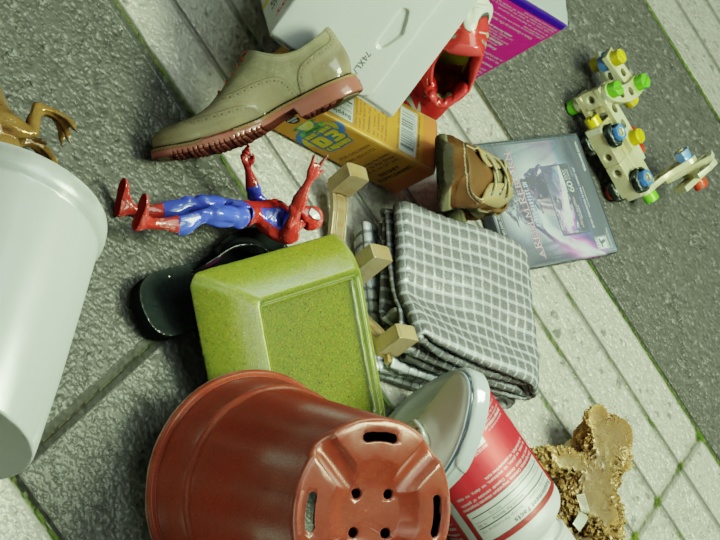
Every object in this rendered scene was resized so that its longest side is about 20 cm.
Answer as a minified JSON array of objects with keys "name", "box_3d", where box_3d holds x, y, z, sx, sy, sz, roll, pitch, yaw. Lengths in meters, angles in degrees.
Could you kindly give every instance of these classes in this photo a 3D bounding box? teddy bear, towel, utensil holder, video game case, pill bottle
[{"name":"teddy bear","box_3d":[0.217,0.235,1.923,0.144,0.067,0.202,18,64,-28]},{"name":"towel","box_3d":[0.090,0.034,1.866,0.199,0.085,0.167,20,57,-38]},{"name":"utensil holder","box_3d":[-0.293,0.031,1.414,0.169,0.169,0.201,33,52,-30]},{"name":"video game case","box_3d":[0.197,-0.075,2.080,0.199,0.019,0.144,-9,78,-48]},{"name":"pill bottle","box_3d":[0.115,0.201,1.788,0.201,0.112,0.112,55,42,-11]}]

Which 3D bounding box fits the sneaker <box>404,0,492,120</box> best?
[{"name":"sneaker","box_3d":[0.075,-0.192,1.887,0.076,0.200,0.086,7,62,-11]}]

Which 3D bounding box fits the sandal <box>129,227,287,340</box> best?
[{"name":"sandal","box_3d":[-0.118,0.011,1.690,0.200,0.048,0.076,-28,92,-49]}]

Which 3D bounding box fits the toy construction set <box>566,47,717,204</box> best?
[{"name":"toy construction set","box_3d":[0.316,-0.155,2.196,0.200,0.092,0.131,47,43,-2]}]

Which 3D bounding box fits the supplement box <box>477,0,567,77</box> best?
[{"name":"supplement box","box_3d":[0.106,-0.268,1.945,0.103,0.199,0.102,24,56,-37]}]

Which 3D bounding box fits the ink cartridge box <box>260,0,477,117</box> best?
[{"name":"ink cartridge box","box_3d":[0.003,-0.270,1.806,0.145,0.147,0.200,32,16,-20]}]

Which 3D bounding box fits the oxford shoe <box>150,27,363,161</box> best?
[{"name":"oxford shoe","box_3d":[-0.101,-0.155,1.707,0.198,0.070,0.075,-22,90,-4]}]

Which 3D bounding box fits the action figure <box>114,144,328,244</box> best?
[{"name":"action figure","box_3d":[-0.109,-0.075,1.686,0.199,0.065,0.100,7,108,-36]}]

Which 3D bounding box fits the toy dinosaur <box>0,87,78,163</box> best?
[{"name":"toy dinosaur","box_3d":[-0.293,-0.120,1.567,0.106,0.060,0.202,5,67,-43]}]

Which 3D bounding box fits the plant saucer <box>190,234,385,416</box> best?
[{"name":"plant saucer","box_3d":[-0.049,0.081,1.688,0.199,0.048,0.202,-17,99,-48]}]

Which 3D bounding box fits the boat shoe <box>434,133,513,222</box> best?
[{"name":"boat shoe","box_3d":[0.114,-0.093,1.889,0.200,0.073,0.076,41,46,-81]}]

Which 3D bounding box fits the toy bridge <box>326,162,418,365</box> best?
[{"name":"toy bridge","box_3d":[0.000,0.000,1.799,0.027,0.067,0.201,12,52,-42]}]

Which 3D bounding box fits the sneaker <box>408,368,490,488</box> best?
[{"name":"sneaker","box_3d":[0.042,0.168,1.680,0.070,0.201,0.073,20,21,-31]}]

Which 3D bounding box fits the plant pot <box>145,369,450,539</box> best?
[{"name":"plant pot","box_3d":[-0.040,0.185,1.527,0.199,0.195,0.203,-1,91,-33]}]

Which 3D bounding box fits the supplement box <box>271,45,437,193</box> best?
[{"name":"supplement box","box_3d":[-0.016,-0.147,1.861,0.199,0.066,0.069,27,55,-34]}]
